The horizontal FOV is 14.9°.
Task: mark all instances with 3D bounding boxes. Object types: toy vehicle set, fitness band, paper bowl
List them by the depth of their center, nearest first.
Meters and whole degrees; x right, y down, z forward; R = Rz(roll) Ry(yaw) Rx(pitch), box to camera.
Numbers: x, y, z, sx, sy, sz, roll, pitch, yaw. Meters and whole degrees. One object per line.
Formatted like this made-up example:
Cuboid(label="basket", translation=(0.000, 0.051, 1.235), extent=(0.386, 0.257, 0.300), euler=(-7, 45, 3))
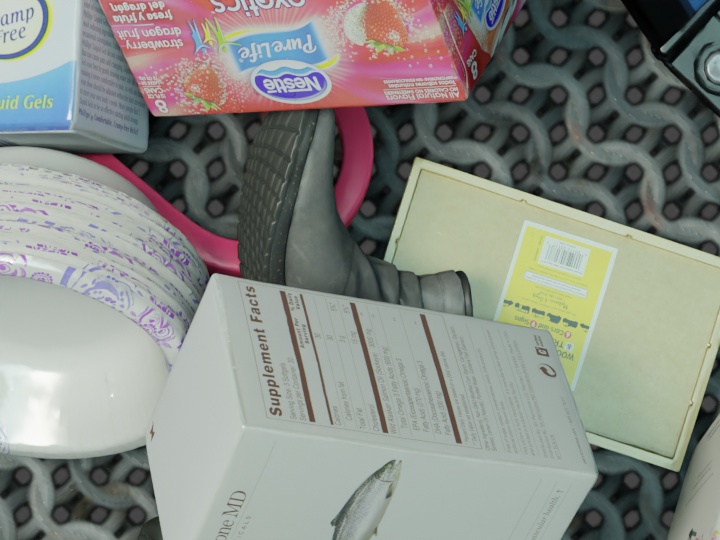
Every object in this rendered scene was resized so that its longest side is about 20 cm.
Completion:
Cuboid(label="paper bowl", translation=(-0.179, 0.011, 1.497), extent=(0.199, 0.201, 0.105), euler=(6, 55, 0))
Cuboid(label="fitness band", translation=(-0.086, -0.084, 1.556), extent=(0.200, 0.037, 0.144), euler=(40, 81, 6))
Cuboid(label="toy vehicle set", translation=(0.106, 0.025, 1.572), extent=(0.199, 0.027, 0.125), euler=(19, 90, 0))

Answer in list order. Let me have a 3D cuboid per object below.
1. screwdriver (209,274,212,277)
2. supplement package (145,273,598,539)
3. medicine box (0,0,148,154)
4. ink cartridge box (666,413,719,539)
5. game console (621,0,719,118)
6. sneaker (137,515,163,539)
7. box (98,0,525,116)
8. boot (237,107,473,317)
Cuboid(label="screwdriver", translation=(-0.071, 0.014, 1.561), extent=(0.199, 0.028, 0.029), euler=(32, 49, 10))
Cuboid(label="supplement package", translation=(0.003, 0.094, 1.432), extent=(0.199, 0.118, 0.117), euler=(9, 129, -21))
Cuboid(label="medicine box", translation=(-0.214, -0.166, 1.504), extent=(0.181, 0.103, 0.201), euler=(0, 85, 18))
Cuboid(label="ink cartridge box", translation=(0.238, 0.185, 1.480), extent=(0.147, 0.145, 0.201), euler=(19, 65, -1))
Cuboid(label="game console", translation=(0.255, -0.179, 1.531), extent=(0.176, 0.116, 0.200), euler=(43, 90, 0))
Cuboid(label="sneaker", translation=(-0.027, 0.133, 1.553), extent=(0.199, 0.074, 0.089), euler=(2, 82, -11))
Cuboid(label="box", translation=(-0.026, -0.149, 1.442), extent=(0.199, 0.100, 0.096), euler=(-1, 128, 30))
Cuboid(label="boot", translation=(0.000, 0.000, 1.510), extent=(0.131, 0.070, 0.201), euler=(3, 108, -18))
